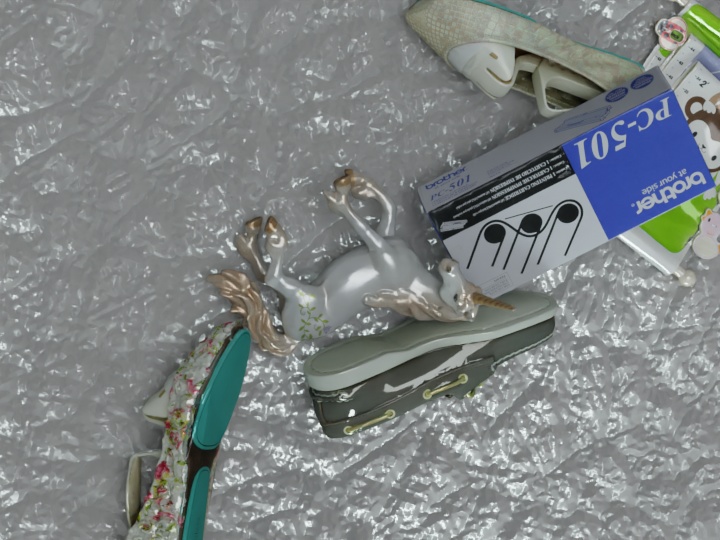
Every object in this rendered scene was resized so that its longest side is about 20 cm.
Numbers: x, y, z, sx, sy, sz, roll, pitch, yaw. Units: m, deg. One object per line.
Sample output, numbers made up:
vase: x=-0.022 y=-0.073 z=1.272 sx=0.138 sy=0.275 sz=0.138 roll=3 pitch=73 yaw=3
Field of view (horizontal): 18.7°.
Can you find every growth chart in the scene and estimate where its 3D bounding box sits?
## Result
growth chart: x=0.253 y=-0.101 z=1.698 sx=0.145 sy=0.018 sz=0.200 roll=28 pitch=88 yaw=-15

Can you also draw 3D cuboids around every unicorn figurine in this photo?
unicorn figurine: x=0.000 y=0.000 z=1.602 sx=0.200 sy=0.074 sz=0.138 roll=-26 pitch=98 yaw=17

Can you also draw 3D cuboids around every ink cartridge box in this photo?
ink cartridge box: x=0.152 y=-0.062 z=1.616 sx=0.200 sy=0.044 sz=0.094 roll=-27 pitch=120 yaw=5

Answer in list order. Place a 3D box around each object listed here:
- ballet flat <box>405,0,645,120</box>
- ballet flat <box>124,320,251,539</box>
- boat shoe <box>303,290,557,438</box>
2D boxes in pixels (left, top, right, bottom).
ballet flat: x=0.127 y=-0.150 z=1.623 sx=0.200 sy=0.067 sz=0.062 roll=17 pitch=60 yaw=-10
ballet flat: x=-0.134 y=0.129 z=1.582 sx=0.064 sy=0.076 sz=0.200 roll=12 pitch=84 yaw=18
boat shoe: x=0.056 y=0.068 z=1.628 sx=0.201 sy=0.072 sz=0.060 roll=-18 pitch=111 yaw=-16
